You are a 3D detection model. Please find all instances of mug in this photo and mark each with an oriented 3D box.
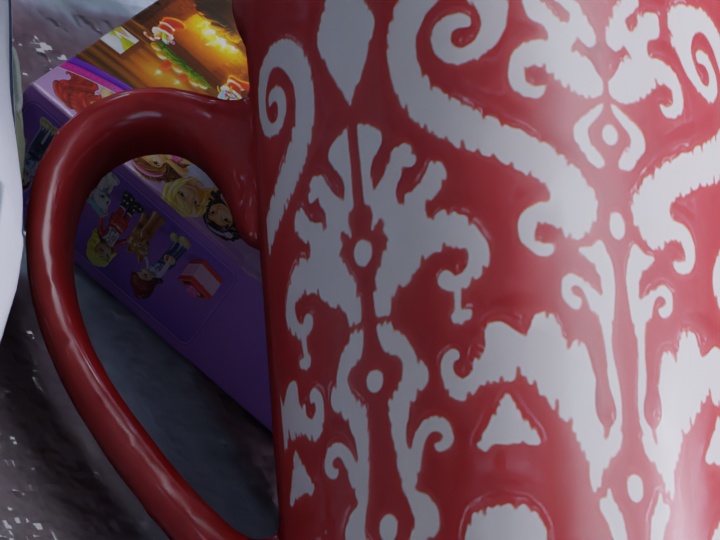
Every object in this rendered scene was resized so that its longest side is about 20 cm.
[{"bbox_3d":[0.018,0.025,0.578,0.133,0.176,0.202,28,52,-51],"label":"mug"}]

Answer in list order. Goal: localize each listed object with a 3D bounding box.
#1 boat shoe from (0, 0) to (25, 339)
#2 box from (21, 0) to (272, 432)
[{"bbox_3d":[-0.107,-0.016,0.569,0.062,0.071,0.201,71,16,-47],"label":"boat shoe"},{"bbox_3d":[0.000,0.000,0.690,0.200,0.039,0.137,40,31,1],"label":"box"}]
